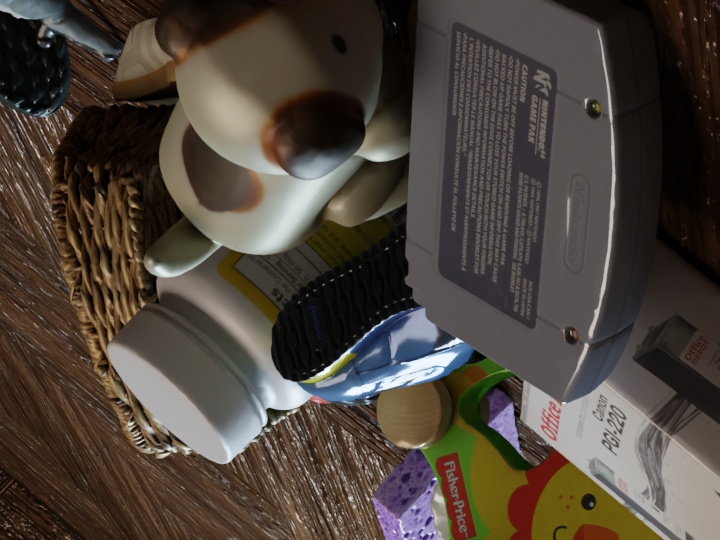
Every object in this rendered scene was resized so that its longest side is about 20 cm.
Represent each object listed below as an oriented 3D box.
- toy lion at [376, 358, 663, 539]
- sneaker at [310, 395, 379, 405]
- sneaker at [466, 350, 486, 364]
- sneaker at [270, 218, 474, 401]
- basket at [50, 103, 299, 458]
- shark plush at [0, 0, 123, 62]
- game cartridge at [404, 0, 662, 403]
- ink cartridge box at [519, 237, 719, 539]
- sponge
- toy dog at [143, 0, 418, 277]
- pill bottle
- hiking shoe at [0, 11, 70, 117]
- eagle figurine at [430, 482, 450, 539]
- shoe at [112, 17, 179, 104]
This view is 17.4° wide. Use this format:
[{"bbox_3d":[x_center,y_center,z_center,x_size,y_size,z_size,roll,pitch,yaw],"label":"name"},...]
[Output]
[{"bbox_3d":[0.120,0.134,1.364,0.069,0.191,0.202,8,-115,-59],"label":"toy lion"},{"bbox_3d":[-0.041,0.022,1.604,0.098,0.071,0.201,21,154,54],"label":"sneaker"},{"bbox_3d":[0.069,0.017,1.286,0.070,0.090,0.200,44,163,0],"label":"sneaker"},{"bbox_3d":[0.046,0.014,1.223,0.199,0.066,0.078,-29,145,34],"label":"sneaker"},{"bbox_3d":[-0.132,0.010,1.442,0.148,0.143,0.201,3,119,40],"label":"basket"},{"bbox_3d":[-0.239,-0.206,1.547,0.083,0.091,0.200,-26,106,41],"label":"shark plush"},{"bbox_3d":[0.078,-0.045,1.079,0.133,0.041,0.201,35,135,40],"label":"game cartridge"},{"bbox_3d":[0.180,0.084,1.194,0.200,0.085,0.146,41,163,18],"label":"ink cartridge box"},{"bbox_3d":[0.065,0.161,1.608,0.030,0.112,0.200,38,163,24],"label":"sponge"},{"bbox_3d":[-0.043,-0.090,1.141,0.140,0.193,0.200,55,172,9],"label":"toy dog"},{"bbox_3d":[-0.043,0.005,1.329,0.114,0.200,0.114,39,162,15],"label":"pill bottle"},{"bbox_3d":[-0.270,-0.193,1.659,0.201,0.074,0.087,55,171,0],"label":"hiking shoe"},{"bbox_3d":[0.152,0.177,1.430,0.152,0.150,0.200,63,168,-23],"label":"eagle figurine"},{"bbox_3d":[-0.105,-0.130,1.436,0.069,0.054,0.200,4,179,-19],"label":"shoe"}]
